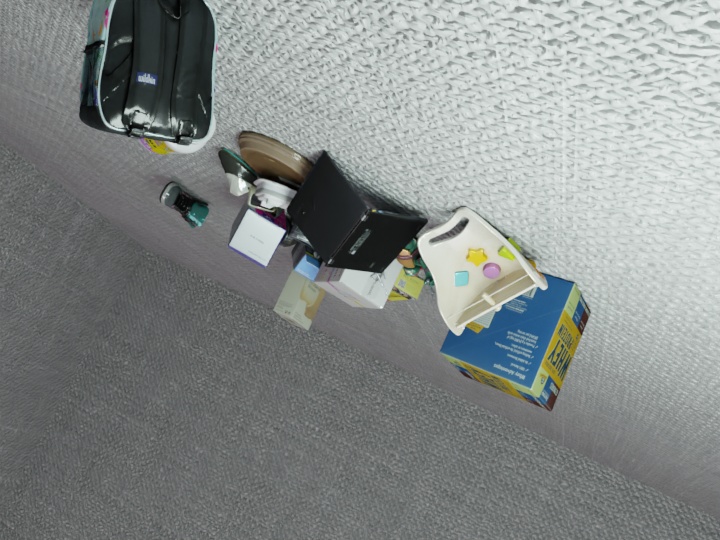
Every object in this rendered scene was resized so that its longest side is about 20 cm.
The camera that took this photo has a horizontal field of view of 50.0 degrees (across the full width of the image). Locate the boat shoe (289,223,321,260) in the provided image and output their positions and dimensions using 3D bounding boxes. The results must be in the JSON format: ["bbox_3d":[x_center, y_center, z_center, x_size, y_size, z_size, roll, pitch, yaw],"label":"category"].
[{"bbox_3d":[-0.086,-0.055,1.872,0.198,0.069,0.071,34,166,-27],"label":"boat shoe"}]

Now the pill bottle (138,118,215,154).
[{"bbox_3d":[-0.344,-0.272,1.444,0.103,0.106,0.198,34,166,-33],"label":"pill bottle"}]

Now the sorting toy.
[{"bbox_3d":[0.192,-0.017,1.314,0.180,0.108,0.198,45,129,-16],"label":"sorting toy"}]

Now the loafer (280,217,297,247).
[{"bbox_3d":[-0.188,-0.094,1.948,0.071,0.074,0.200,24,-179,-19],"label":"loafer"}]

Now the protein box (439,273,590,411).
[{"bbox_3d":[0.286,0.113,1.419,0.195,0.204,0.135,18,166,36],"label":"protein box"}]

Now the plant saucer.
[{"bbox_3d":[-0.156,-0.202,1.508,0.196,0.030,0.200,26,168,6],"label":"plant saucer"}]

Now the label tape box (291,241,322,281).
[{"bbox_3d":[-0.099,-0.002,1.941,0.141,0.067,0.201,31,-164,-18],"label":"label tape box"}]

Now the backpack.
[{"bbox_3d":[-0.282,-0.282,1.029,0.174,0.206,0.149,1,-167,-41],"label":"backpack"}]

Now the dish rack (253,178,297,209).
[{"bbox_3d":[-0.126,-0.132,1.575,0.195,0.045,0.171,18,178,-15],"label":"dish rack"}]

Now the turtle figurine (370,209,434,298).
[{"bbox_3d":[0.082,-0.029,1.529,0.146,0.102,0.202,0,139,26],"label":"turtle figurine"}]

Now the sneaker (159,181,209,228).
[{"bbox_3d":[-0.498,-0.181,2.214,0.119,0.085,0.200,31,177,6],"label":"sneaker"}]

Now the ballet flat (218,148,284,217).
[{"bbox_3d":[-0.237,-0.182,1.675,0.198,0.070,0.067,35,166,-30],"label":"ballet flat"}]

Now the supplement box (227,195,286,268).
[{"bbox_3d":[-0.238,-0.098,1.786,0.100,0.105,0.200,29,-170,-15],"label":"supplement box"}]

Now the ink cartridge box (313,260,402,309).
[{"bbox_3d":[0.000,0.000,1.764,0.124,0.131,0.199,31,167,-19],"label":"ink cartridge box"}]

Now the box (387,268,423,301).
[{"bbox_3d":[0.084,0.036,1.917,0.074,0.051,0.199,30,168,-16],"label":"box"}]

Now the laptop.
[{"bbox_3d":[-0.010,-0.100,1.423,0.195,0.119,0.188,7,147,-27],"label":"laptop"}]

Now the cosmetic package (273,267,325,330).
[{"bbox_3d":[-0.149,0.047,2.115,0.070,0.204,0.105,17,167,32],"label":"cosmetic package"}]
